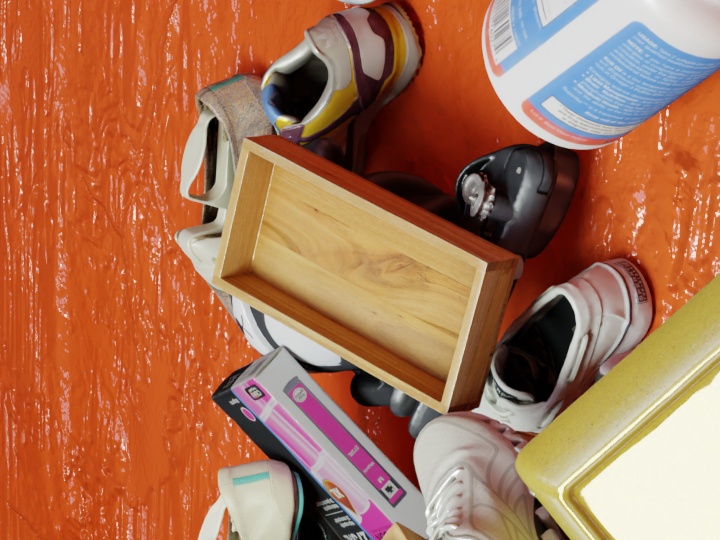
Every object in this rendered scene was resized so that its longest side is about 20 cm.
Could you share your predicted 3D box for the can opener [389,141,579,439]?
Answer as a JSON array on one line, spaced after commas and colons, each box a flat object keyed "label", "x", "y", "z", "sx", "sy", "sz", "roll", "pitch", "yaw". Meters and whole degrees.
[{"label": "can opener", "x": 0.072, "y": 0.013, "z": 1.509, "sx": 0.201, "sy": 0.078, "sz": 0.063, "roll": -65, "pitch": 27, "yaw": 11}]

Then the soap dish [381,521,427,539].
[{"label": "soap dish", "x": 0.041, "y": 0.265, "z": 1.388, "sx": 0.158, "sy": 0.081, "sz": 0.200, "roll": -60, "pitch": 45, "yaw": 26}]

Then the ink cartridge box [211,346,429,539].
[{"label": "ink cartridge box", "x": -0.009, "y": 0.138, "z": 1.665, "sx": 0.200, "sy": 0.037, "sz": 0.095, "roll": 45, "pitch": 157, "yaw": -7}]

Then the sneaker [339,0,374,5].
[{"label": "sneaker", "x": -0.057, "y": -0.254, "z": 1.630, "sx": 0.070, "sy": 0.108, "sz": 0.200, "roll": -48, "pitch": 53, "yaw": 13}]

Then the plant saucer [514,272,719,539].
[{"label": "plant saucer", "x": 0.197, "y": 0.121, "z": 1.276, "sx": 0.200, "sy": 0.048, "sz": 0.200, "roll": -44, "pitch": 79, "yaw": 26}]

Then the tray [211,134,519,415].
[{"label": "tray", "x": 0.000, "y": 0.000, "z": 1.506, "sx": 0.200, "sy": 0.037, "sz": 0.099, "roll": 28, "pitch": 113, "yaw": 34}]

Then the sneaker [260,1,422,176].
[{"label": "sneaker", "x": -0.037, "y": -0.104, "z": 1.675, "sx": 0.075, "sy": 0.090, "sz": 0.200, "roll": 58, "pitch": 141, "yaw": 27}]

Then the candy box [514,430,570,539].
[{"label": "candy box", "x": 0.128, "y": 0.200, "z": 1.452, "sx": 0.056, "sy": 0.116, "sz": 0.201, "roll": 11, "pitch": 92, "yaw": 52}]

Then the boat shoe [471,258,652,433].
[{"label": "boat shoe", "x": 0.107, "y": 0.065, "z": 1.536, "sx": 0.200, "sy": 0.066, "sz": 0.072, "roll": -49, "pitch": 60, "yaw": 50}]

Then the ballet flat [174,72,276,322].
[{"label": "ballet flat", "x": -0.101, "y": -0.046, "z": 1.809, "sx": 0.068, "sy": 0.067, "sz": 0.201, "roll": 26, "pitch": 121, "yaw": 50}]

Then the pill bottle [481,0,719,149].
[{"label": "pill bottle", "x": 0.161, "y": -0.152, "z": 1.350, "sx": 0.200, "sy": 0.112, "sz": 0.113, "roll": -35, "pitch": 71, "yaw": 54}]

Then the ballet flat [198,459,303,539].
[{"label": "ballet flat", "x": -0.085, "y": 0.209, "z": 1.712, "sx": 0.069, "sy": 0.069, "sz": 0.201, "roll": 46, "pitch": 140, "yaw": 39}]

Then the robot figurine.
[{"label": "robot figurine", "x": -0.005, "y": 0.004, "z": 1.627, "sx": 0.200, "sy": 0.124, "sz": 0.151, "roll": -13, "pitch": 62, "yaw": 57}]

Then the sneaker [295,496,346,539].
[{"label": "sneaker", "x": -0.025, "y": 0.239, "z": 1.770, "sx": 0.071, "sy": 0.082, "sz": 0.201, "roll": 12, "pitch": 110, "yaw": 54}]

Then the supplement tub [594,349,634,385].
[{"label": "supplement tub", "x": 0.197, "y": 0.144, "z": 1.376, "sx": 0.122, "sy": 0.122, "sz": 0.201, "roll": 5, "pitch": 105, "yaw": 55}]

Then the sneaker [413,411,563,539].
[{"label": "sneaker", "x": 0.068, "y": 0.146, "z": 1.376, "sx": 0.075, "sy": 0.081, "sz": 0.200, "roll": -61, "pitch": 35, "yaw": 26}]
